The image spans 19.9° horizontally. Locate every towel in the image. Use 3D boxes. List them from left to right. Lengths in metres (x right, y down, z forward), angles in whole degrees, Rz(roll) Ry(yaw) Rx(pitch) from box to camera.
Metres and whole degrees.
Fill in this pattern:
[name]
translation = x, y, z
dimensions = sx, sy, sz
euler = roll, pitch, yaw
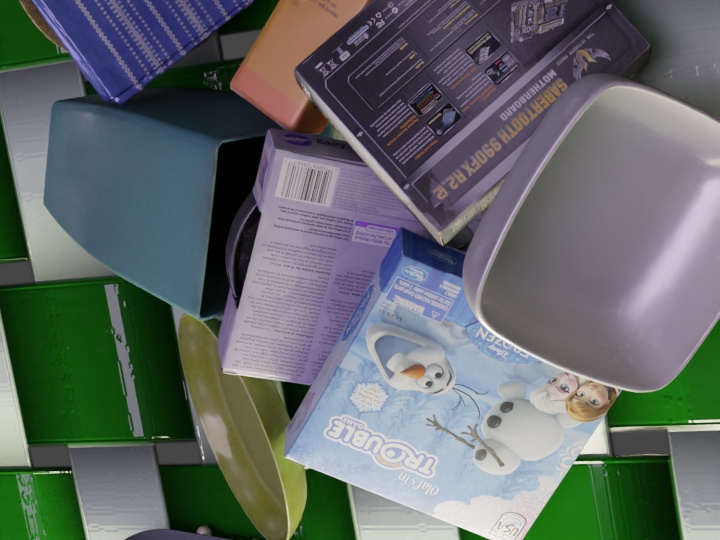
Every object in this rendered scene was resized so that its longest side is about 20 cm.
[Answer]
[towel]
translation = -0.153, -0.239, 1.558
dimensions = 0.200, 0.024, 0.145
euler = -37, 98, -3

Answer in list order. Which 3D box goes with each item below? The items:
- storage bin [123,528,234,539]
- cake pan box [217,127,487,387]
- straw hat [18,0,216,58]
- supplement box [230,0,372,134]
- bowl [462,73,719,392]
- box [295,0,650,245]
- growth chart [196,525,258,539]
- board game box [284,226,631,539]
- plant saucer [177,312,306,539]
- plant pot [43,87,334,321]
[storage bin]
translation = -0.127, 0.314, 1.685
dimensions = 0.199, 0.145, 0.135
euler = 4, 114, 29
[cake pan box]
translation = 0.000, 0.000, 1.524
dimensions = 0.199, 0.052, 0.185
euler = 8, 112, -13
[straw hat]
translation = -0.180, -0.260, 1.603
dimensions = 0.200, 0.085, 0.203
euler = -1, 98, -8
[supplement box]
translation = -0.013, -0.201, 1.511
dimensions = 0.066, 0.069, 0.201
euler = 37, 107, 18
[bowl]
translation = 0.171, -0.032, 1.400
dimensions = 0.200, 0.199, 0.075
euler = -60, 33, 12
[box]
translation = 0.079, -0.144, 1.437
dimensions = 0.200, 0.048, 0.159
euler = -42, 79, -2
[growth chart]
translation = -0.076, 0.298, 1.734
dimensions = 0.199, 0.018, 0.146
euler = 25, 114, 23
[board game box]
translation = 0.074, 0.091, 1.512
dimensions = 0.199, 0.043, 0.200
euler = 22, 120, -13
[plant saucer]
translation = -0.090, 0.122, 1.635
dimensions = 0.200, 0.031, 0.201
euler = 54, 157, 36
[plant pot]
translation = -0.147, -0.069, 1.614
dimensions = 0.199, 0.141, 0.142
euler = 20, 112, 33
